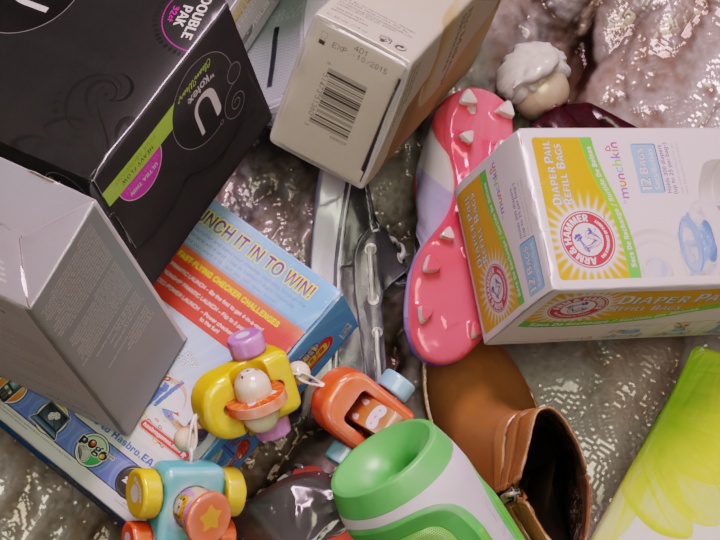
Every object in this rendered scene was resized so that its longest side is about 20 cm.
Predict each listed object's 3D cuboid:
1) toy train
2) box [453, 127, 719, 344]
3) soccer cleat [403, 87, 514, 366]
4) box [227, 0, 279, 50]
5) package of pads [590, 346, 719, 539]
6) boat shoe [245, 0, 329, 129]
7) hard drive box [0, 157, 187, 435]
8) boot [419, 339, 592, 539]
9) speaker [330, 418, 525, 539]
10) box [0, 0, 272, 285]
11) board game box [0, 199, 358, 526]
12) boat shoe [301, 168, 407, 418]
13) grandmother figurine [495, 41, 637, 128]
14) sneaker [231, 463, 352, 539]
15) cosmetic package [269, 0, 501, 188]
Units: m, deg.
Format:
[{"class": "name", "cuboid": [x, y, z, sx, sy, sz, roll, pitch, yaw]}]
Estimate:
[{"class": "toy train", "cuboid": [-0.050, 0.123, 1.471, 0.200, 0.056, 0.150, -50, 118, -12]}, {"class": "box", "cuboid": [0.175, -0.022, 1.544, 0.200, 0.101, 0.113, -1, 70, -24]}, {"class": "soccer cleat", "cuboid": [0.061, -0.026, 1.600, 0.067, 0.076, 0.200, 15, 68, -16]}, {"class": "box", "cuboid": [-0.127, -0.209, 1.622, 0.158, 0.048, 0.200, 25, 75, 27]}, {"class": "package of pads", "cuboid": [0.240, 0.160, 1.559, 0.154, 0.068, 0.200, 20, 73, 32]}, {"class": "boat shoe", "cuboid": [-0.041, -0.174, 1.645, 0.073, 0.067, 0.200, -3, 60, 27]}, {"class": "hard drive box", "cuboid": [-0.209, 0.004, 1.440, 0.156, 0.200, 0.077, 24, 72, 20]}, {"class": "boot", "cuboid": [0.094, 0.107, 1.540, 0.077, 0.155, 0.200, -10, 74, -7]}, {"class": "speaker", "cuboid": [0.063, 0.189, 1.470, 0.088, 0.088, 0.200, -37, 111, -13]}, {"class": "box", "cuboid": [-0.183, -0.108, 1.484, 0.200, 0.124, 0.149, 24, 67, 25]}, {"class": "board game box", "cuboid": [-0.139, 0.045, 1.549, 0.200, 0.056, 0.196, 36, 78, 24]}, {"class": "boat shoe", "cuboid": [0.000, 0.000, 1.602, 0.068, 0.072, 0.200, 4, 79, -3]}, {"class": "grandmother figurine", "cuboid": [0.150, -0.067, 1.643, 0.121, 0.061, 0.200, -17, 74, -37]}, {"class": "sneaker", "cuboid": [-0.048, 0.168, 1.570, 0.200, 0.077, 0.082, -2, 51, -8]}, {"class": "cosmetic package", "cuboid": [0.024, -0.147, 1.569, 0.071, 0.105, 0.200, 28, 37, 9]}]
